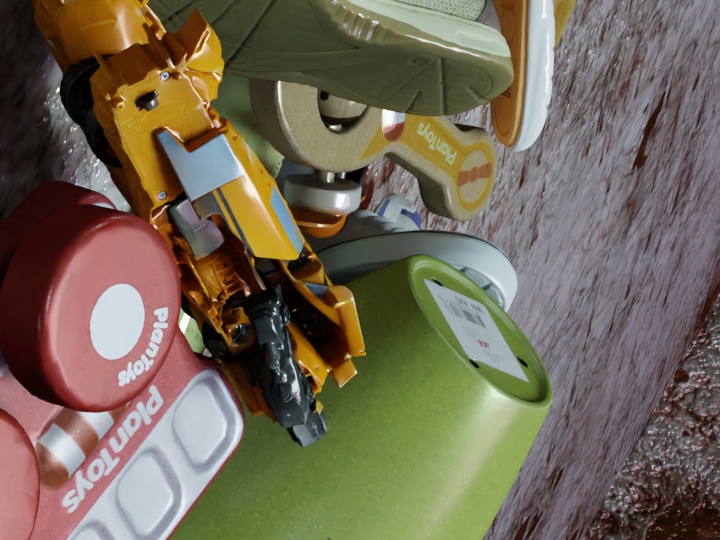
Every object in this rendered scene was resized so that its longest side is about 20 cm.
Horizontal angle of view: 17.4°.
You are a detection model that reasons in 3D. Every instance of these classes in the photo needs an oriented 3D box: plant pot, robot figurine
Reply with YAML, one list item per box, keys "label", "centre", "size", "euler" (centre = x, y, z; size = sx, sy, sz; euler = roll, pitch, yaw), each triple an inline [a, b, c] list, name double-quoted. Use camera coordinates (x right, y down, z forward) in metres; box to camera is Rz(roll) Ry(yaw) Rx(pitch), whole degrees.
- label: "plant pot"
  centre: [-0.013, 0.092, 1.084]
  size: [0.200, 0.187, 0.187]
  euler: [-45, 172, 20]
- label: "robot figurine"
  centre: [-0.056, -0.025, 0.875]
  size: [0.058, 0.145, 0.201]
  euler: [-31, 133, -5]

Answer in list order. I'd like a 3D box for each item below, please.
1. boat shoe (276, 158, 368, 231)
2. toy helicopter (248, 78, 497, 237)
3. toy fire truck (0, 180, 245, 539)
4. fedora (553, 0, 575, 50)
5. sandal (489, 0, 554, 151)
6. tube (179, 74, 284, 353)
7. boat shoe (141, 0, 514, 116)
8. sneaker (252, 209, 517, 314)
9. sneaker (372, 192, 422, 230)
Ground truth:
- label: "boat shoe"
  centre: [0.007, -0.107, 1.161]
  size: [0.201, 0.073, 0.074]
  euler: [-63, 166, -1]
- label: "toy helicopter"
  centre: [0.010, -0.063, 1.071]
  size: [0.200, 0.078, 0.133]
  euler: [35, 70, -55]
- label: "toy fire truck"
  centre: [-0.125, 0.072, 0.801]
  size: [0.200, 0.111, 0.169]
  euler: [-54, 136, -29]
- label: "fedora"
  centre: [0.079, -0.167, 1.292]
  size: [0.201, 0.081, 0.201]
  euler: [-57, 164, -26]
- label: "sandal"
  centre: [0.057, -0.158, 1.087]
  size: [0.079, 0.059, 0.209]
  euler: [-151, -120, -72]
- label: "tube"
  centre: [-0.059, -0.053, 1.076]
  size: [0.201, 0.052, 0.058]
  euler: [-67, -163, -11]
- label: "boat shoe"
  centre: [-0.024, -0.116, 0.931]
  size: [0.072, 0.200, 0.066]
  euler: [-36, -129, 41]
- label: "sneaker"
  centre: [0.000, 0.000, 1.171]
  size: [0.073, 0.199, 0.071]
  euler: [49, 51, -30]
- label: "sneaker"
  centre: [0.026, 0.045, 1.316]
  size: [0.081, 0.115, 0.200]
  euler: [-49, -168, 22]
